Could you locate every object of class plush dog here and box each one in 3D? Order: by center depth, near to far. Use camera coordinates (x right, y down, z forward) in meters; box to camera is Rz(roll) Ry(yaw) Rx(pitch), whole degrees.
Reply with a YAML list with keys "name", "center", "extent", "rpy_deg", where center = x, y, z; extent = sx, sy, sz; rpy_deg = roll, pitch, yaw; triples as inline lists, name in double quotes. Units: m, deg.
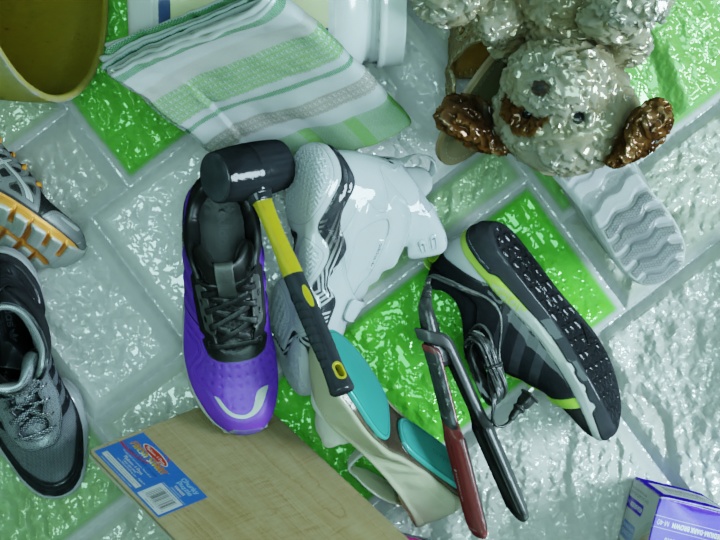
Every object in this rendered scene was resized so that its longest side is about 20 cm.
- name: "plush dog"
  center: [0.144, -0.153, 1.581]
  extent: [0.199, 0.160, 0.173]
  rpy_deg: [5, 94, 23]

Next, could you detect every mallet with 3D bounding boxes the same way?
- name: "mallet"
  center: [-0.059, -0.002, 1.577]
  extent: [0.066, 0.041, 0.201]
  rpy_deg: [-5, 67, -34]

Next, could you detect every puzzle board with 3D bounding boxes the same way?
- name: "puzzle board"
  center: [-0.081, 0.170, 1.603]
  extent: [0.150, 0.200, 0.017]
  rpy_deg: [-20, 137, -38]

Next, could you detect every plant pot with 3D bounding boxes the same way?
- name: "plant pot"
  center: [-0.291, -0.211, 1.598]
  extent: [0.141, 0.200, 0.201]
  rpy_deg: [-7, 93, 21]

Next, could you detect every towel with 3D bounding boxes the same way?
- name: "towel"
  center: [-0.072, -0.126, 1.587]
  extent: [0.149, 0.200, 0.031]
  rpy_deg: [-18, 57, 26]

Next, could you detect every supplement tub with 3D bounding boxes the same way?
- name: "supplement tub"
  center: [-0.069, -0.210, 1.618]
  extent: [0.199, 0.145, 0.146]
  rpy_deg: [-1, 93, -3]

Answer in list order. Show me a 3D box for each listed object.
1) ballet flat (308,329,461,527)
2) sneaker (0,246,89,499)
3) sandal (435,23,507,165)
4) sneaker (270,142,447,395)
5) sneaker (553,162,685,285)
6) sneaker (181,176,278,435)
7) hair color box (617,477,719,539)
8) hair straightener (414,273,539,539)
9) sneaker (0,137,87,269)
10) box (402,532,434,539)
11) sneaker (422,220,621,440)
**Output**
- name: "ballet flat"
  center: [0.006, 0.124, 1.654]
  extent: [0.069, 0.069, 0.200]
  rpy_deg: [-43, 120, -1]
- name: "sneaker"
  center: [-0.251, 0.089, 1.625]
  extent: [0.075, 0.114, 0.201]
  rpy_deg: [-15, 106, -1]
- name: "sandal"
  center: [0.101, -0.179, 1.681]
  extent: [0.070, 0.078, 0.212]
  rpy_deg: [33, 82, 27]
- name: "sneaker"
  center: [0.000, 0.000, 1.662]
  extent: [0.114, 0.075, 0.201]
  rpy_deg: [-3, 113, -22]
- name: "sneaker"
  center: [0.170, -0.078, 1.668]
  extent: [0.074, 0.082, 0.201]
  rpy_deg: [-26, 94, -6]
- name: "sneaker"
  center: [-0.101, 0.020, 1.633]
  extent: [0.069, 0.100, 0.201]
  rpy_deg: [-7, 81, -6]
- name: "hair color box"
  center: [0.218, 0.266, 1.674]
  extent: [0.064, 0.109, 0.201]
  rpy_deg: [13, 91, -4]
- name: "hair straightener"
  center: [0.092, 0.096, 1.660]
  extent: [0.077, 0.041, 0.201]
  rpy_deg: [-18, 93, -13]
- name: "sneaker"
  center: [-0.285, -0.073, 1.649]
  extent: [0.200, 0.078, 0.077]
  rpy_deg: [35, 54, -16]
- name: "box"
  center: [-0.038, 0.252, 1.655]
  extent: [0.199, 0.115, 0.133]
  rpy_deg: [12, 92, -4]
- name: "sneaker"
  center: [0.122, 0.052, 1.692]
  extent: [0.083, 0.072, 0.200]
  rpy_deg: [-34, 94, 24]
